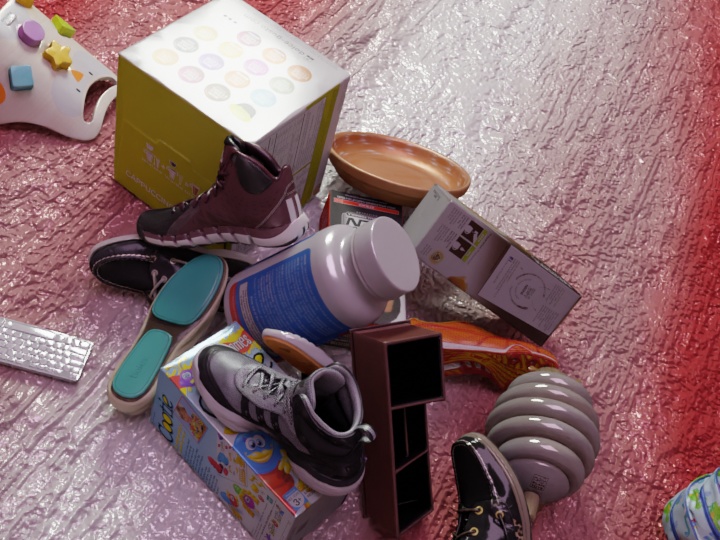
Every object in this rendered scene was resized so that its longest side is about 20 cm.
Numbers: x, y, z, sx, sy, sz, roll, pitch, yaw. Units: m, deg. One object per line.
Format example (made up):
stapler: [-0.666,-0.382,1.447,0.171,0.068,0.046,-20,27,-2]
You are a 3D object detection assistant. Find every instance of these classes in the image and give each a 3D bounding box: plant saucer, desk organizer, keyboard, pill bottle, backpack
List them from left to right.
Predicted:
keyboard: [-0.388,0.071,1.027,0.198,0.011,0.057,16,48,-6]
pill bottle: [-0.040,0.019,1.029,0.112,0.199,0.113,33,45,-40]
plant saucer: [0.047,-0.132,1.289,0.198,0.038,0.200,14,23,-6]
desk organizer: [0.042,0.158,0.983,0.071,0.077,0.202,-7,98,-24]
backpack: [0.431,0.284,1.063,0.198,0.154,0.164,-2,58,-4]

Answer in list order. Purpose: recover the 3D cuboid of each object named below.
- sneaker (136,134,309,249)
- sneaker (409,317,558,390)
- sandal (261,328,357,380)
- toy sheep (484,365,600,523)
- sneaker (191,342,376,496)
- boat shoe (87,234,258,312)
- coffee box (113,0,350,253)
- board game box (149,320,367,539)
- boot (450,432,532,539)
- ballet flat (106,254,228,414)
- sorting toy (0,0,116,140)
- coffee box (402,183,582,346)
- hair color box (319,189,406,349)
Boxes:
sneaker: [-0.155,-0.089,1.042,0.198,0.116,0.076,0,27,14]
sneaker: [0.144,0.092,1.157,0.198,0.073,0.077,13,38,-12]
sandal: [-0.040,0.129,1.022,0.206,0.079,0.060,39,68,-38]
toy sheep: [0.195,0.187,1.052,0.137,0.138,0.201,18,48,-4]
sneaker: [-0.067,0.113,0.893,0.200,0.114,0.075,37,48,12]
boat shoe: [-0.208,0.010,1.103,0.198,0.074,0.061,10,44,-22]
coffee box: [-0.162,-0.173,1.180,0.199,0.201,0.198,35,49,14]
board game box: [-0.107,0.169,0.980,0.200,0.105,0.103,44,51,17]
boot: [0.094,0.272,0.953,0.150,0.073,0.202,-11,82,-31]
ballet flat: [-0.203,0.071,1.042,0.069,0.070,0.201,29,61,6]
sorting toy: [-0.399,-0.255,1.255,0.179,0.107,0.201,33,46,-16]
coffee box: [0.153,-0.008,1.166,0.199,0.080,0.114,35,10,-12]
hair color box: [0.000,0.000,1.187,0.101,0.061,0.201,10,50,-12]
